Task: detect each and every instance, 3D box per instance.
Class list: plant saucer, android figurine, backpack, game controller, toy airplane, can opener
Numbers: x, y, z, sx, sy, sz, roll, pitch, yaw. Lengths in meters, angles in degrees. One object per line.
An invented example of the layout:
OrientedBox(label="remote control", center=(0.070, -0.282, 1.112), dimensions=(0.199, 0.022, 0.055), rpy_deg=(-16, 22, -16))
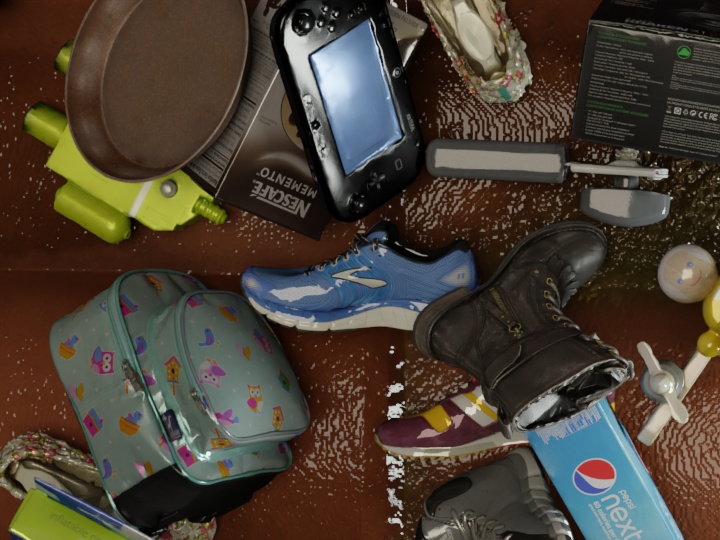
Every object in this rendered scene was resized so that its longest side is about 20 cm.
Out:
OrientedBox(label="plant saucer", center=(-0.158, -0.164, 1.434), dimensions=(0.200, 0.034, 0.200), rpy_deg=(-11, 71, 34))
OrientedBox(label="android figurine", center=(-0.187, -0.111, 1.512), dimensions=(0.200, 0.041, 0.182), rpy_deg=(32, 97, 10))
OrientedBox(label="backpack", center=(-0.150, 0.092, 1.439), dimensions=(0.153, 0.176, 0.200), rpy_deg=(-41, 72, 24))
OrientedBox(label="game controller", center=(-0.007, -0.137, 1.385), dimensions=(0.104, 0.042, 0.200), rpy_deg=(-30, 126, -19))
OrientedBox(label="toy airplane", center=(0.285, 0.021, 1.346), dimensions=(0.141, 0.199, 0.200), rpy_deg=(30, 54, -13))
OrientedBox(label="can opener", center=(0.152, -0.077, 1.438), dimensions=(0.200, 0.053, 0.067), rpy_deg=(8, 94, 11))

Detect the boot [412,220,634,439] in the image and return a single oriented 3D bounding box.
OrientedBox(label="boot", center=(0.152, 0.049, 1.364), dimensions=(0.200, 0.174, 0.069), rpy_deg=(-33, 123, -17))

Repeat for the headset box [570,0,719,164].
OrientedBox(label="headset box", center=(0.263, -0.152, 1.345), dimensions=(0.174, 0.200, 0.093), rpy_deg=(12, 111, 12))

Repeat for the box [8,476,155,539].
OrientedBox(label="box", center=(-0.219, 0.242, 1.452), dimensions=(0.122, 0.200, 0.048), rpy_deg=(26, 67, 8))

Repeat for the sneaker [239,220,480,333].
OrientedBox(label="sneaker", center=(0.000, 0.000, 1.454), dimensions=(0.200, 0.079, 0.089), rpy_deg=(-1, 106, 3))

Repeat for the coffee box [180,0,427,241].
OrientedBox(label="coffee box", center=(-0.048, -0.140, 1.436), dimensions=(0.080, 0.113, 0.200), rpy_deg=(37, 103, 52))

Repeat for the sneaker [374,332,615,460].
OrientedBox(label="sneaker", center=(0.107, 0.101, 1.446), dimensions=(0.200, 0.075, 0.090), rpy_deg=(-8, 92, 3))

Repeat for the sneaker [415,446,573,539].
OrientedBox(label="sneaker", center=(0.104, 0.217, 1.385), dimensions=(0.115, 0.200, 0.075), rpy_deg=(-14, 113, -1))

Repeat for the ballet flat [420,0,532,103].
OrientedBox(label="ballet flat", center=(0.079, -0.228, 1.442), dimensions=(0.076, 0.064, 0.200), rpy_deg=(-32, 85, 11))

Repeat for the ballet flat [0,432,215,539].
OrientedBox(label="ballet flat", center=(-0.224, 0.199, 1.511), dimensions=(0.200, 0.064, 0.076), rpy_deg=(18, 100, 9))

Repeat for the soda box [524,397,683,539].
OrientedBox(label="soda box", center=(0.194, 0.170, 1.391), dimensions=(0.064, 0.068, 0.200), rpy_deg=(-26, 114, 10))
